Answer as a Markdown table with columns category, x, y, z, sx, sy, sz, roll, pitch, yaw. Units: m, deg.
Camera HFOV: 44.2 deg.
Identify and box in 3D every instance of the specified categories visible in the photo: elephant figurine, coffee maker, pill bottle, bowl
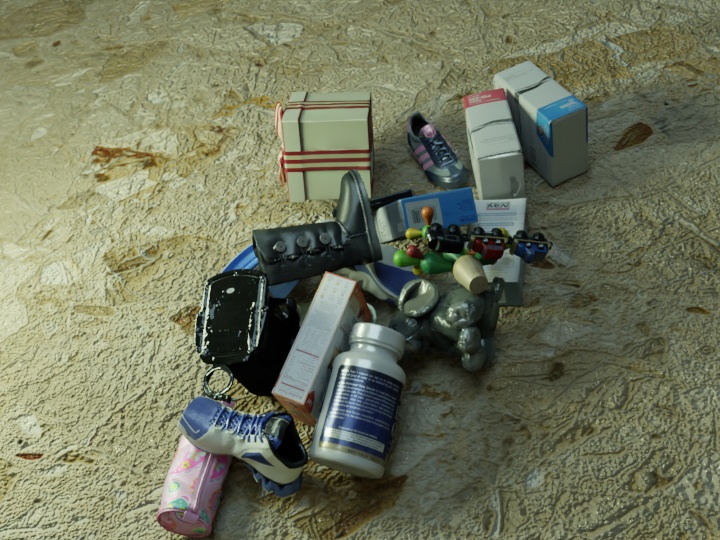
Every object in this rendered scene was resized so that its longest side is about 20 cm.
| category | x | y | z | sx | sy | sz | roll | pitch | yaw |
| --- | --- | --- | --- | --- | --- | --- | --- | --- | --- |
| elephant figurine | 0.104 | 0.083 | 1.369 | 0.198 | 0.144 | 0.155 | 2 | 4 | 32 |
| coffee maker | -0.163 | 0.122 | 1.331 | 0.133 | 0.200 | 0.194 | 17 | 72 | 26 |
| pill bottle | 0.003 | 0.183 | 1.262 | 0.110 | 0.111 | 0.202 | 7 | 70 | 24 |
| bowl | -0.173 | 0.013 | 1.509 | 0.199 | 0.039 | 0.202 | -30 | 28 | 18 |

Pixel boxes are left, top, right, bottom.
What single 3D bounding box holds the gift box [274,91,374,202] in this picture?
| category | x | y | z | sx | sy | sz | roll | pitch | yaw |
| --- | --- | --- | --- | --- | --- | --- | --- | --- | --- |
| gift box | -0.068 | -0.239 | 1.708 | 0.184 | 0.187 | 0.201 | -1 | 25 | 3 |

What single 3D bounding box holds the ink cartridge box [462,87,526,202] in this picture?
| category | x | y | z | sx | sy | sz | roll | pitch | yaw |
| --- | --- | --- | --- | --- | --- | --- | --- | --- | --- |
| ink cartridge box | 0.243 | -0.211 | 1.611 | 0.084 | 0.147 | 0.201 | -11 | 42 | 4 |

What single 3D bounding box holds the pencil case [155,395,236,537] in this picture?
| category | x | y | z | sx | sy | sz | roll | pitch | yaw |
| --- | --- | --- | --- | --- | --- | --- | --- | --- | --- |
| pencil case | -0.231 | 0.285 | 1.296 | 0.086 | 0.088 | 0.201 | -1 | 46 | 16 |

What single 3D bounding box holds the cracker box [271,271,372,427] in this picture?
| category | x | y | z | sx | sy | sz | roll | pitch | yaw |
| --- | --- | --- | --- | --- | --- | --- | --- | --- | --- |
| cracker box | -0.052 | 0.123 | 1.329 | 0.057 | 0.134 | 0.202 | 17 | 70 | 19 |

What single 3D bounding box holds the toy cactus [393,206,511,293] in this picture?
| category | x | y | z | sx | sy | sz | roll | pitch | yaw |
| --- | --- | --- | --- | --- | --- | --- | --- | --- | --- |
| toy cactus | 0.156 | -0.026 | 1.364 | 0.197 | 0.103 | 0.165 | 0 | 28 | -17 |

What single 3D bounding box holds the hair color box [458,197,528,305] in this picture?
| category | x | y | z | sx | sy | sz | roll | pitch | yaw |
| --- | --- | --- | --- | --- | --- | --- | --- | --- | --- |
| hair color box | 0.228 | -0.033 | 1.497 | 0.098 | 0.061 | 0.201 | -1 | 46 | 17 |

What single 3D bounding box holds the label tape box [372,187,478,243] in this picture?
| category | x | y | z | sx | sy | sz | roll | pitch | yaw |
| --- | --- | --- | --- | --- | --- | --- | --- | --- | --- |
| label tape box | 0.092 | -0.088 | 1.544 | 0.142 | 0.067 | 0.200 | -12 | -3 | -24 |

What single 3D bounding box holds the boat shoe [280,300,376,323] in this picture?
| category | x | y | z | sx | sy | sz | roll | pitch | yaw |
| --- | --- | --- | --- | --- | --- | --- | --- | --- | --- |
| boat shoe | -0.064 | 0.086 | 1.462 | 0.198 | 0.061 | 0.073 | -4 | 68 | 15 |

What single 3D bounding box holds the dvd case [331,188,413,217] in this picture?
| category | x | y | z | sx | sy | sz | roll | pitch | yaw |
| --- | --- | --- | --- | --- | --- | --- | --- | --- | --- |
| dvd case | 0.027 | -0.122 | 1.595 | 0.141 | 0.018 | 0.200 | -14 | 5 | 6 |

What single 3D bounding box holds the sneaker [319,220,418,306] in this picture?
| category | x | y | z | sx | sy | sz | roll | pitch | yaw |
| --- | --- | --- | --- | --- | --- | --- | --- | --- | --- |
| sneaker | -0.001 | 0.000 | 1.513 | 0.198 | 0.115 | 0.081 | 31 | 61 | 3 |

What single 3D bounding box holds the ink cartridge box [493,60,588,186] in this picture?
| category | x | y | z | sx | sy | sz | roll | pitch | yaw |
| --- | --- | --- | --- | --- | --- | --- | --- | --- | --- |
| ink cartridge box | 0.335 | -0.277 | 1.651 | 0.083 | 0.146 | 0.201 | -23 | 43 | -10 |

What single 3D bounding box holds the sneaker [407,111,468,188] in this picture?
| category | x | y | z | sx | sy | sz | roll | pitch | yaw |
| --- | --- | --- | --- | --- | --- | --- | --- | --- | --- |
| sneaker | 0.141 | -0.234 | 1.714 | 0.070 | 0.083 | 0.200 | -26 | 44 | -11 |

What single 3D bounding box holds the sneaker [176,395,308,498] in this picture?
| category | x | y | z | sx | sy | sz | roll | pitch | yaw |
| --- | --- | --- | --- | --- | --- | --- | --- | --- | --- |
| sneaker | -0.150 | 0.226 | 1.247 | 0.198 | 0.116 | 0.081 | 32 | 44 | 0 |

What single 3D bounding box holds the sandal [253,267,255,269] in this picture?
| category | x | y | z | sx | sy | sz | roll | pitch | yaw |
| --- | --- | --- | --- | --- | --- | --- | --- | --- | --- |
| sandal | -0.132 | -0.024 | 1.608 | 0.200 | 0.050 | 0.083 | -20 | 43 | -2 |

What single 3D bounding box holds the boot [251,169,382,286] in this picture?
| category | x | y | z | sx | sy | sz | roll | pitch | yaw |
| --- | --- | --- | --- | --- | --- | --- | --- | --- | --- |
| boot | -0.079 | -0.069 | 1.425 | 0.197 | 0.066 | 0.167 | -13 | 70 | -8 |

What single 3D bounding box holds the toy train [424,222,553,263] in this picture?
| category | x | y | z | sx | sy | sz | roll | pitch | yaw |
| --- | --- | --- | --- | --- | --- | --- | --- | --- | --- |
| toy train | 0.192 | -0.039 | 1.315 | 0.197 | 0.034 | 0.046 | 5 | 49 | -9 |
